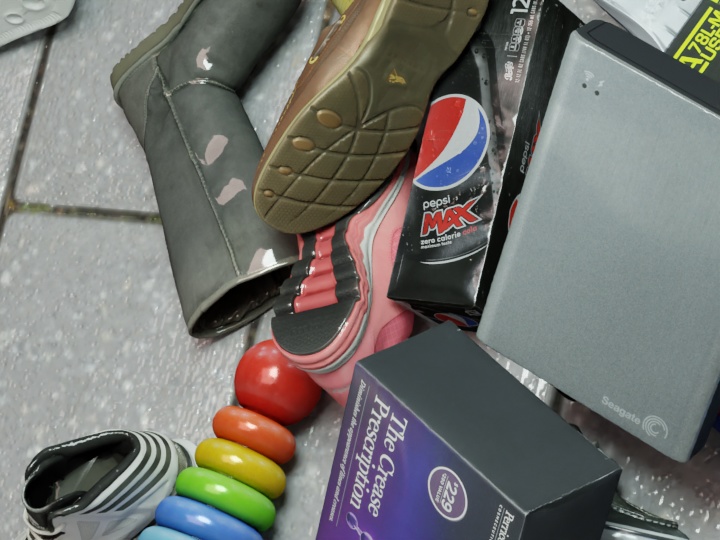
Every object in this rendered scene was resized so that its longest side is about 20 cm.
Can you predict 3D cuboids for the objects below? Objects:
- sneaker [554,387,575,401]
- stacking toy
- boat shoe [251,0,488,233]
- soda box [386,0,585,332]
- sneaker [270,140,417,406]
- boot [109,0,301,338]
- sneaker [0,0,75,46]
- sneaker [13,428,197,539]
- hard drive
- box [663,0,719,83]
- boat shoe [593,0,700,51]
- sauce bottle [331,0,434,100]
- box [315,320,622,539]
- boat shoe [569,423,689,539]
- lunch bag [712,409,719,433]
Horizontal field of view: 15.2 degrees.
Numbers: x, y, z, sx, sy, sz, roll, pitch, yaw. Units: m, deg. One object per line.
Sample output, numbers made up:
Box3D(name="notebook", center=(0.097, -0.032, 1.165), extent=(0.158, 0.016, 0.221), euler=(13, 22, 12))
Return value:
Box3D(name="sneaker", center=(0.138, -0.015, 1.559), extent=(0.086, 0.080, 0.200), euler=(-36, 34, 55))
Box3D(name="stacking toy", center=(-0.081, 0.134, 1.636), extent=(0.085, 0.085, 0.200), euler=(14, 74, 33))
Box3D(name="boat shoe", center=(0.001, -0.112, 1.612), extent=(0.200, 0.072, 0.068), euler=(-55, 28, 5))
Box3D(name="soda box", center=(0.078, -0.066, 1.613), extent=(0.063, 0.071, 0.200), euler=(5, 75, 32))
Box3D(name="sneaker", center=(0.000, 0.000, 1.639), extent=(0.074, 0.087, 0.200), euler=(-11, 43, 28))
Box3D(name="boot", center=(-0.074, -0.083, 1.706), extent=(0.182, 0.073, 0.200), euler=(-43, 48, 30))
Box3D(name="sneaker", center=(-0.270, -0.229, 1.877), extent=(0.200, 0.081, 0.147), euler=(-13, 58, 29))
Box3D(name="sneaker", center=(-0.197, 0.161, 1.664), extent=(0.200, 0.115, 0.076), euler=(-42, 57, 11))
Box3D(name="hard drive", center=(0.147, -0.013, 1.415), extent=(0.140, 0.033, 0.200), euler=(31, 128, 22))
Box3D(name="box", center=(0.271, -0.107, 1.409), extent=(0.193, 0.048, 0.200), euler=(32, 81, 23))
Box3D(name="boat shoe", center=(0.199, -0.144, 1.574), extent=(0.074, 0.067, 0.200), euler=(-45, 79, 12))
Box3D(name="sauce bottle", center=(0.005, -0.194, 1.707), extent=(0.065, 0.065, 0.200), euler=(-37, 58, 14))
Box3D(name="box", center=(0.050, 0.152, 1.481), extent=(0.141, 0.079, 0.200), euler=(38, 134, 31))
Box3D(name="boat shoe", center=(0.106, 0.119, 1.528), extent=(0.200, 0.072, 0.071), euler=(18, 87, 36))
Box3D(name="lunch bag", center=(0.252, 0.035, 1.475), extent=(0.151, 0.094, 0.200), euler=(-54, 46, 6))
